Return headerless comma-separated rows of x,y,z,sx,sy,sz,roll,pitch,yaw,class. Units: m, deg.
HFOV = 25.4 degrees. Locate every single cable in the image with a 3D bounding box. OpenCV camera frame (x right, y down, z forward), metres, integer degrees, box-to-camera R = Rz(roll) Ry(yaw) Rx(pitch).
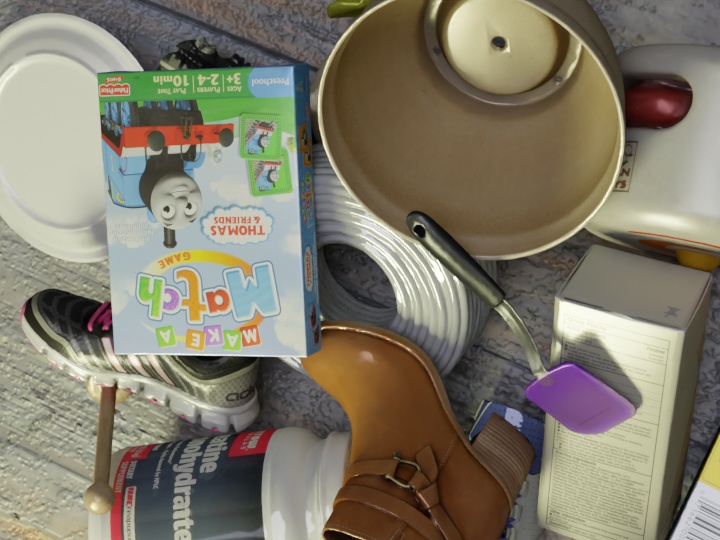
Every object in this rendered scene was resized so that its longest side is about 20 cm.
0.000,0.000,1.176,0.199,0.069,0.201,32,131,6,cable

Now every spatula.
0.100,0.036,1.062,0.200,0.021,0.056,48,135,-3,spatula

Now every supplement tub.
-0.091,0.193,1.199,0.198,0.140,0.142,-8,87,13,supplement tub

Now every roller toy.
0.242,-0.068,1.100,0.198,0.182,0.141,12,87,12,roller toy

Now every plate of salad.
-0.231,-0.107,1.283,0.198,0.048,0.202,9,109,26,plate of salad

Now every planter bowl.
0.085,-0.127,1.061,0.198,0.135,0.202,9,128,12,planter bowl

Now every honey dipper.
-0.191,0.115,1.203,0.038,0.201,0.038,-2,118,-5,honey dipper

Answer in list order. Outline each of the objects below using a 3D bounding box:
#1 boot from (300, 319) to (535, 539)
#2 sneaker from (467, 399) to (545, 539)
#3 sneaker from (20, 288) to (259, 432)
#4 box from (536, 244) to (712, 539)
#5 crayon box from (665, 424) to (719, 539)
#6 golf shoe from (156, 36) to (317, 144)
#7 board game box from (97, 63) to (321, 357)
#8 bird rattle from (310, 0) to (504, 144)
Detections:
0.010,0.134,1.111,0.199,0.155,0.077,37,141,7,boot
0.092,0.201,1.168,0.080,0.115,0.201,16,92,12,sneaker
-0.161,0.047,1.215,0.198,0.074,0.088,23,119,7,sneaker
0.182,0.093,1.115,0.094,0.078,0.202,16,125,21,box
0.328,0.199,1.145,0.199,0.051,0.128,27,95,13,crayon box
-0.079,-0.097,1.250,0.199,0.077,0.088,36,122,10,golf shoe
-0.106,-0.041,1.126,0.150,0.037,0.202,0,99,17,board game box
0.043,-0.130,1.200,0.163,0.113,0.200,-44,91,1,bird rattle
